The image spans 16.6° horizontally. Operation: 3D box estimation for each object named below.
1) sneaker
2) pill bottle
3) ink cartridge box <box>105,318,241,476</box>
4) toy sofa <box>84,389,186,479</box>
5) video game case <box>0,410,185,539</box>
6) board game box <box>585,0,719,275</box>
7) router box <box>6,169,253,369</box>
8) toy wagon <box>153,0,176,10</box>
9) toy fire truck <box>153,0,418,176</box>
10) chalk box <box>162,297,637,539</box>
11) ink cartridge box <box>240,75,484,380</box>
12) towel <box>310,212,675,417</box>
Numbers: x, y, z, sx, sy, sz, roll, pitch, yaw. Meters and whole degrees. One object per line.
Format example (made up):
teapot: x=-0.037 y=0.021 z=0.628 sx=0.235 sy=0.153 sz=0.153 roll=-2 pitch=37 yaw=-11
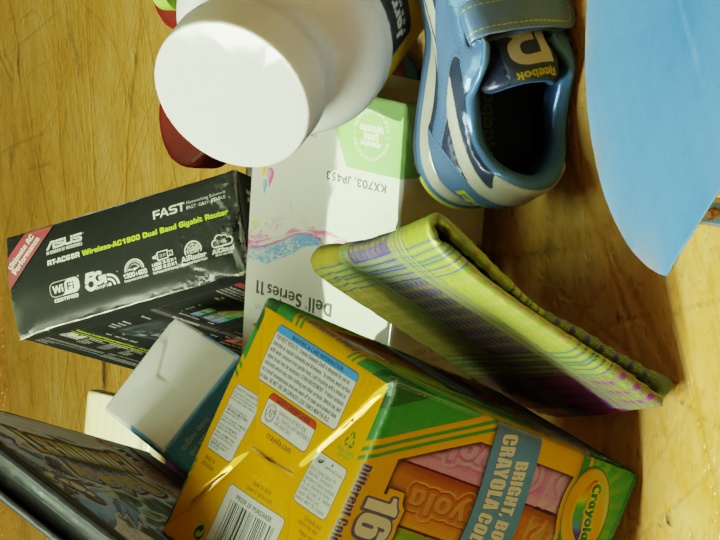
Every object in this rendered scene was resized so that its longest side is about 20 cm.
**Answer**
sneaker: x=0.065 y=-0.124 z=1.157 sx=0.082 sy=0.074 sz=0.201 roll=-157 pitch=58 yaw=-66
pill bottle: x=-0.023 y=-0.138 z=1.218 sx=0.200 sy=0.112 sz=0.112 roll=-58 pitch=-18 yaw=-47
ink cartridge box: x=-0.032 y=0.119 z=1.340 sx=0.067 sy=0.200 sz=0.116 roll=-52 pitch=22 yaw=-7
toy sofa: x=-0.064 y=0.111 z=1.463 sx=0.097 sy=0.200 sz=0.083 roll=11 pitch=99 yaw=41
video game case: x=-0.098 y=0.129 z=1.199 sx=0.180 sy=0.200 sz=0.026 roll=33 pitch=94 yaw=29
board game box: x=0.141 y=-0.100 z=0.952 sx=0.200 sy=0.039 sz=0.159 roll=114 pitch=152 yaw=-52
router box: x=-0.093 y=0.007 z=1.441 sx=0.200 sy=0.149 sz=0.062 roll=23 pitch=-125 yaw=-65
toy wagon: x=-0.046 y=-0.173 z=1.388 sx=0.040 sy=0.155 sz=0.201 roll=6 pitch=-92 yaw=-61
toy fire truck: x=-0.032 y=-0.139 z=1.448 sx=0.168 sy=0.112 sz=0.201 roll=-14 pitch=78 yaw=53
chalk box: x=0.035 y=0.114 z=1.147 sx=0.125 sy=0.199 sz=0.124 roll=28 pitch=95 yaw=54
ink cartridge box: x=0.000 y=0.000 z=1.297 sx=0.117 sy=0.067 sz=0.201 roll=15 pitch=107 yaw=44
towel: x=0.056 y=0.023 z=1.147 sx=0.023 sy=0.143 sz=0.200 roll=-58 pitch=10 yaw=-11
